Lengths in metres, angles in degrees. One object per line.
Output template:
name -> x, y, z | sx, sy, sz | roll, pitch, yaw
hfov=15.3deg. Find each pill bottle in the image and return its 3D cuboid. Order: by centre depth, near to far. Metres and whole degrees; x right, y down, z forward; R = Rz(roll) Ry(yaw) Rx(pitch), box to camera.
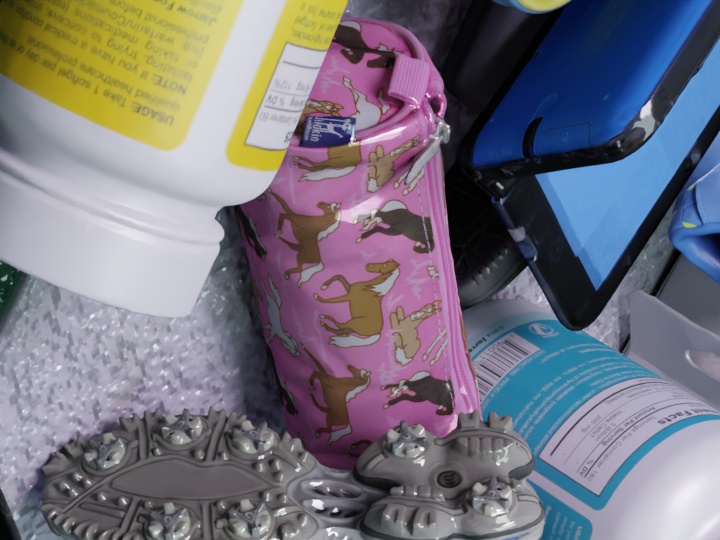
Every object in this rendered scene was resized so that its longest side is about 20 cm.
pill bottle -> -0.066, -0.093, 0.945 | 0.114, 0.114, 0.201 | 14, 103, -45
pill bottle -> 0.108, 0.098, 1.144 | 0.111, 0.200, 0.111 | -21, 126, -32

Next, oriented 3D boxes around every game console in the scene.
game console -> 0.141, -0.086, 1.058 | 0.118, 0.171, 0.200 | 41, 71, -20

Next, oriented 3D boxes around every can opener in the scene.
can opener -> 0.073, -0.163, 1.089 | 0.067, 0.053, 0.201 | 23, 98, -14

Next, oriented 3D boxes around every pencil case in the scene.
pencil case -> 0.000, 0.000, 1.073 | 0.083, 0.087, 0.201 | -22, 130, -16

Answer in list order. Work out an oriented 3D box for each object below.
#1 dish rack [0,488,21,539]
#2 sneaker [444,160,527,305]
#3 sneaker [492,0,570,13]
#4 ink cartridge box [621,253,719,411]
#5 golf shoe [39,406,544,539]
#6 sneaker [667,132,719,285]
dish rack -> -0.201, 0.138, 0.939 | 0.200, 0.054, 0.154 | -59, 158, -26
sneaker -> 0.108, -0.059, 1.157 | 0.104, 0.060, 0.200 | 34, 80, -44
sneaker -> 0.067, -0.190, 0.999 | 0.079, 0.130, 0.201 | -12, 120, -36
ink cartridge box -> 0.205, 0.084, 1.277 | 0.200, 0.128, 0.126 | 29, 92, -46
golf shoe -> -0.027, 0.110, 1.067 | 0.199, 0.078, 0.097 | 3, 134, 5
sneaker -> 0.225, -0.006, 1.199 | 0.076, 0.199, 0.105 | 98, 14, -57
